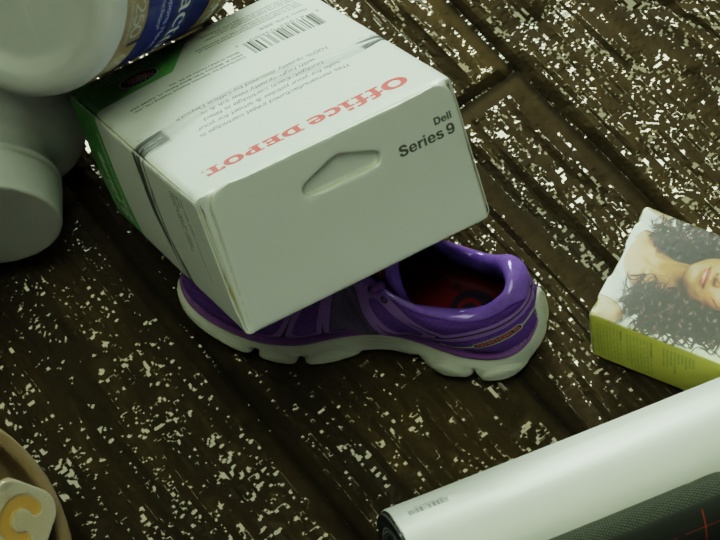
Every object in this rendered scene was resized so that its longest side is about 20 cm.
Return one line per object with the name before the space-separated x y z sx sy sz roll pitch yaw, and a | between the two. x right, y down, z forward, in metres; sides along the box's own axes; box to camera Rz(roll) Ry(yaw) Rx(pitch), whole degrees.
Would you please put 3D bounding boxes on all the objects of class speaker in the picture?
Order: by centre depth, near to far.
speaker | 0.113 0.118 1.179 0.199 0.081 0.081 -20 60 -12

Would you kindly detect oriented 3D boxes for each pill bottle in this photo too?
pill bottle | -0.130 -0.172 1.286 0.115 0.116 0.200 21 27 18
pill bottle | -0.207 -0.110 1.345 0.111 0.111 0.201 -8 60 3

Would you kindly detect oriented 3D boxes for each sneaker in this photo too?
sneaker | 0.000 0.000 1.271 0.199 0.084 0.081 4 61 11

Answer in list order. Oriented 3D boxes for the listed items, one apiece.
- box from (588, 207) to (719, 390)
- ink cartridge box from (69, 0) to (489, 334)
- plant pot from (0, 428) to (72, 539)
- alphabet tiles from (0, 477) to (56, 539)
box | 0.221 0.040 1.238 0.199 0.050 0.075 21 65 18
ink cartridge box | -0.045 -0.062 1.254 0.145 0.084 0.200 -26 28 -13
plant pot | -0.247 0.158 1.185 0.093 0.201 0.201 5 53 54
alphabet tiles | -0.219 0.182 1.142 0.015 0.199 0.197 5 73 53
